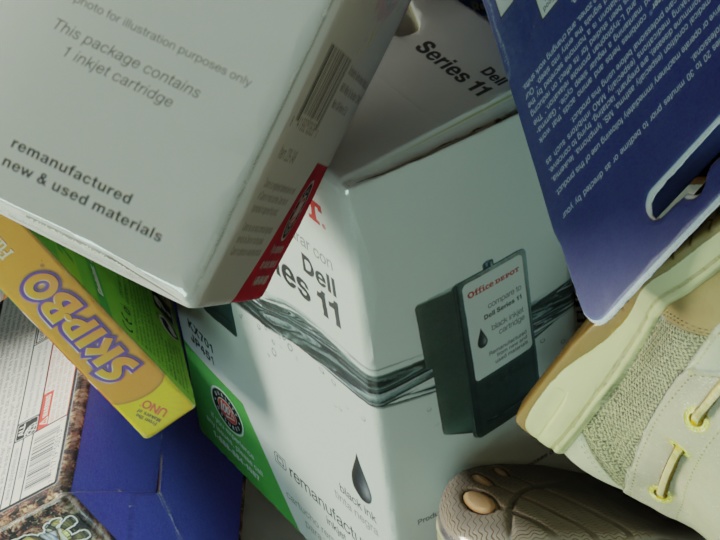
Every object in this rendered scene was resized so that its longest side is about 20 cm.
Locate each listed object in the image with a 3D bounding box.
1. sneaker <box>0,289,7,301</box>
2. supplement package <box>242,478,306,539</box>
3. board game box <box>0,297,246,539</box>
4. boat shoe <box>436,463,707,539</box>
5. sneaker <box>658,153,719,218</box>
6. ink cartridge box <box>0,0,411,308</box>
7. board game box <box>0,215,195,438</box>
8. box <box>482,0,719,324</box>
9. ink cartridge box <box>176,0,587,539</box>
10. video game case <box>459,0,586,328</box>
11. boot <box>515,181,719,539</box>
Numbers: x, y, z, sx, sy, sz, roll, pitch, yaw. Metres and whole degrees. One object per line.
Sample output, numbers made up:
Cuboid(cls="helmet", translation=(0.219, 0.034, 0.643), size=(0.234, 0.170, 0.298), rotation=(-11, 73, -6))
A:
Cuboid(cls="sneaker", translation=(-0.223, -0.035, 0.904), size=(0.200, 0.078, 0.112), rotation=(44, 138, -10))
Cuboid(cls="supplement package", translation=(0.000, 0.178, 0.972), size=(0.156, 0.200, 0.111), rotation=(12, 133, 14))
Cuboid(cls="board game box", translation=(-0.151, 0.103, 0.961), size=(0.200, 0.159, 0.097), rotation=(-28, 121, 21))
Cuboid(cls="boat shoe", translation=(0.105, 0.108, 0.850), size=(0.200, 0.076, 0.072), rotation=(6, 106, -29))
Cuboid(cls="sneaker", translation=(0.114, -0.014, 0.813), size=(0.085, 0.073, 0.200), rotation=(49, 140, -1))
Cuboid(cls="ink cartridge box", translation=(-0.026, -0.096, 0.670), size=(0.086, 0.148, 0.200), rotation=(25, 91, 5))
Cuboid(cls="board game box", translation=(-0.128, -0.037, 0.848), size=(0.030, 0.096, 0.200), rotation=(-34, 119, 7))
Cuboid(cls="box", translation=(0.079, -0.095, 0.713), size=(0.032, 0.200, 0.121), rotation=(7, 143, -29))
Cuboid(cls="ink cartridge box", translation=(0.000, 0.000, 0.853), size=(0.147, 0.083, 0.200), rotation=(41, 149, 44))
Cuboid(cls="video game case", translation=(0.122, -0.055, 0.838), size=(0.200, 0.024, 0.182), rotation=(-3, 127, 27))
Cuboid(cls="boot", translation=(0.145, 0.038, 0.721), size=(0.155, 0.072, 0.200), rotation=(41, 145, 3))
